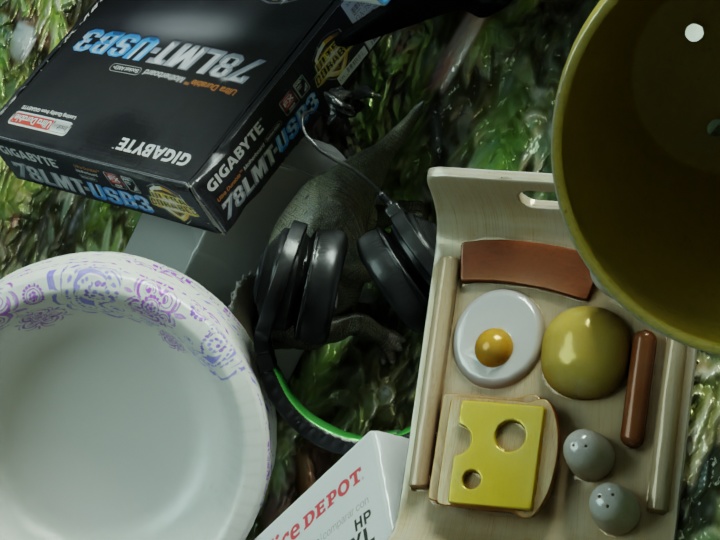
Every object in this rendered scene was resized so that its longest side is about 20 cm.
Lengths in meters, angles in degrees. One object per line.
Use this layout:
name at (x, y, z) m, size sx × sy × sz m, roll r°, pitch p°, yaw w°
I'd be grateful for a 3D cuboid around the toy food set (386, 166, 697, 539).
toy food set at (0.089, 0.051, 1.459) m, size 0.143 × 0.060 × 0.201 m, roll 4°, pitch 75°, yaw 19°

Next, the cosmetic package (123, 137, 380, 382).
cosmetic package at (-0.084, 0.011, 1.775) m, size 0.201 × 0.107 × 0.090 m, roll -63°, pitch 34°, yaw 12°

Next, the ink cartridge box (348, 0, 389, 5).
ink cartridge box at (0.044, -0.240, 1.616) m, size 0.200 × 0.067 × 0.116 m, roll -47°, pitch 15°, yaw -4°

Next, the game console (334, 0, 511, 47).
game console at (0.085, -0.218, 1.613) m, size 0.200 × 0.116 × 0.177 m, roll -28°, pitch 53°, yaw 48°

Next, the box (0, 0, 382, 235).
box at (-0.094, -0.122, 1.735) m, size 0.200 × 0.050 × 0.199 m, roll 15°, pitch 58°, yaw 46°

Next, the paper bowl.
paper bowl at (-0.146, 0.089, 1.650) m, size 0.104 × 0.200 × 0.201 m, roll -72°, pitch 5°, yaw -81°

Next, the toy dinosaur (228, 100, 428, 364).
toy dinosaur at (-0.017, -0.006, 1.682) m, size 0.200 × 0.102 × 0.077 m, roll -58°, pitch 35°, yaw 23°

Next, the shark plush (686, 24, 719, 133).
shark plush at (0.145, -0.054, 1.493) m, size 0.083 × 0.091 × 0.201 m, roll 25°, pitch 92°, yaw 28°

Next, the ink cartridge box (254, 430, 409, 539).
ink cartridge box at (0.011, 0.208, 1.550) m, size 0.145 × 0.084 × 0.201 m, roll -44°, pitch 41°, yaw 37°

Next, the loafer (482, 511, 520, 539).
loafer at (0.087, 0.189, 1.461) m, size 0.072 × 0.063 × 0.200 m, roll -49°, pitch 39°, yaw 32°

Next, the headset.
headset at (0.000, 0.000, 1.621) m, size 0.094 × 0.123 × 0.201 m, roll -75°, pitch -23°, yaw -83°

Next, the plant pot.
plant pot at (0.181, -0.076, 1.356) m, size 0.201 × 0.199 × 0.142 m, roll -63°, pitch 8°, yaw 15°
